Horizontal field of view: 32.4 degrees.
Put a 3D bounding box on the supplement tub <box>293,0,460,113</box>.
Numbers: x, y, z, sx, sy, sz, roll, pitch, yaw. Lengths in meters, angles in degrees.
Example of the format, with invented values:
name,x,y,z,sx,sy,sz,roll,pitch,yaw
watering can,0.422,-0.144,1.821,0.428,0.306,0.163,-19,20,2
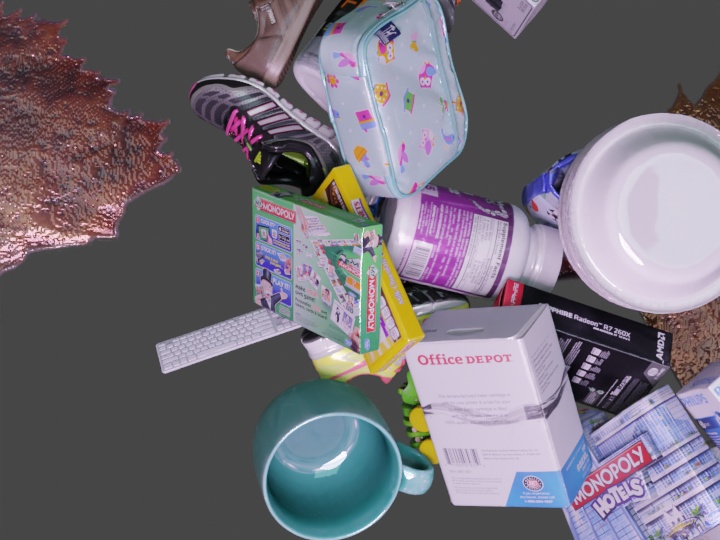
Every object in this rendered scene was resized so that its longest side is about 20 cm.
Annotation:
name,x,y,z,sx,sy,sz,roll,pitch,yaw
supplement tub,0.025,-0.270,1.415,0.122,0.123,0.201,36,80,1

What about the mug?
name,x,y,z,sx,sy,sz,roll,pitch,yaw
mug,-0.031,0.205,1.342,0.152,0.115,0.185,-43,116,4

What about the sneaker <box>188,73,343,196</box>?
name,x,y,z,sx,sy,sz,roll,pitch,yaw
sneaker,-0.110,-0.149,1.398,0.198,0.074,0.088,29,47,-4

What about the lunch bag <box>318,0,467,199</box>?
name,x,y,z,sx,sy,sz,roll,pitch,yaw
lunch bag,0.041,-0.191,1.310,0.160,0.076,0.202,-39,126,-38

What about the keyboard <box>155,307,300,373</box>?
name,x,y,z,sx,sy,sz,roll,pitch,yaw
keyboard,-0.131,0.067,1.392,0.198,0.056,0.011,-19,119,-7

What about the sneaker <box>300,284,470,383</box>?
name,x,y,z,sx,sy,sz,roll,pitch,yaw
sneaker,0.034,0.078,1.400,0.198,0.078,0.091,-18,106,-11

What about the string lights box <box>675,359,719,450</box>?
name,x,y,z,sx,sy,sz,roll,pitch,yaw
string lights box,0.421,0.185,1.271,0.059,0.103,0.201,-37,86,-9

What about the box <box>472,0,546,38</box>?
name,x,y,z,sx,sy,sz,roll,pitch,yaw
box,0.136,-0.373,1.443,0.200,0.117,0.060,41,81,2

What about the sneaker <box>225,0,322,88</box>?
name,x,y,z,sx,sy,sz,roll,pitch,yaw
sneaker,-0.088,-0.314,1.438,0.075,0.070,0.202,25,80,0

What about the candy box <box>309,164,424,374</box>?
name,x,y,z,sx,sy,sz,roll,pitch,yaw
candy box,0.000,0.000,1.311,0.026,0.102,0.202,-16,74,-27

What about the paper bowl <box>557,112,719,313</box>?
name,x,y,z,sx,sy,sz,roll,pitch,yaw
paper bowl,0.305,-0.058,1.254,0.198,0.104,0.204,0,92,-1

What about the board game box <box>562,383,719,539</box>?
name,x,y,z,sx,sy,sz,roll,pitch,yaw
board game box,0.283,0.220,1.354,0.061,0.200,0.201,-17,68,-43

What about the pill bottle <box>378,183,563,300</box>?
name,x,y,z,sx,sy,sz,roll,pitch,yaw
pill bottle,0.122,-0.029,1.392,0.198,0.112,0.114,13,81,-10

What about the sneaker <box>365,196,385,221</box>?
name,x,y,z,sx,sy,sz,roll,pitch,yaw
sneaker,-0.025,-0.070,1.412,0.086,0.075,0.201,26,76,13

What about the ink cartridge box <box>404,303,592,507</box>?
name,x,y,z,sx,sy,sz,roll,pitch,yaw
ink cartridge box,0.147,0.144,1.317,0.144,0.084,0.202,-5,112,35

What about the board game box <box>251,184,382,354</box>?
name,x,y,z,sx,sy,sz,roll,pitch,yaw
board game box,-0.050,-0.005,1.322,0.029,0.199,0.136,-11,112,-37

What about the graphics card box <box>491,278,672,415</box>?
name,x,y,z,sx,sy,sz,roll,pitch,yaw
graphics card box,0.232,0.089,1.380,0.198,0.126,0.051,19,53,-1

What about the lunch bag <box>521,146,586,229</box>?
name,x,y,z,sx,sy,sz,roll,pitch,yaw
lunch bag,0.289,-0.080,1.387,0.197,0.170,0.126,9,86,-1

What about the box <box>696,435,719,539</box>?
name,x,y,z,sx,sy,sz,roll,pitch,yaw
box,0.427,0.284,1.372,0.096,0.124,0.202,-19,84,-8

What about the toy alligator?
name,x,y,z,sx,sy,sz,roll,pitch,yaw
toy alligator,0.067,0.147,1.381,0.054,0.059,0.202,-9,107,31
